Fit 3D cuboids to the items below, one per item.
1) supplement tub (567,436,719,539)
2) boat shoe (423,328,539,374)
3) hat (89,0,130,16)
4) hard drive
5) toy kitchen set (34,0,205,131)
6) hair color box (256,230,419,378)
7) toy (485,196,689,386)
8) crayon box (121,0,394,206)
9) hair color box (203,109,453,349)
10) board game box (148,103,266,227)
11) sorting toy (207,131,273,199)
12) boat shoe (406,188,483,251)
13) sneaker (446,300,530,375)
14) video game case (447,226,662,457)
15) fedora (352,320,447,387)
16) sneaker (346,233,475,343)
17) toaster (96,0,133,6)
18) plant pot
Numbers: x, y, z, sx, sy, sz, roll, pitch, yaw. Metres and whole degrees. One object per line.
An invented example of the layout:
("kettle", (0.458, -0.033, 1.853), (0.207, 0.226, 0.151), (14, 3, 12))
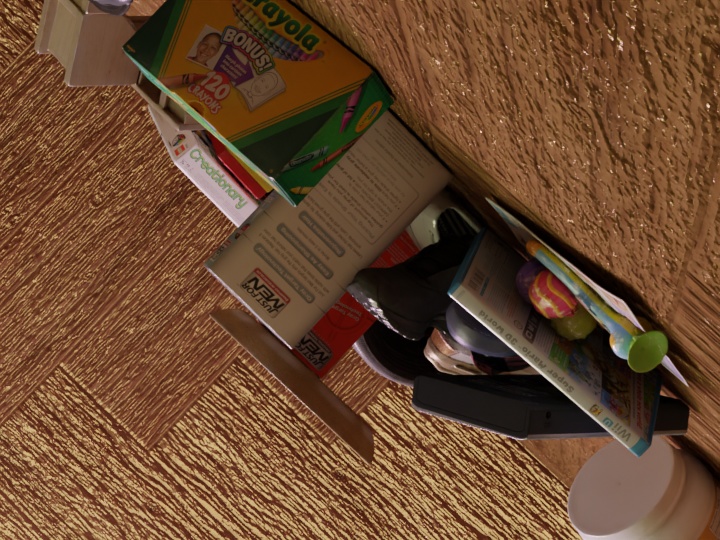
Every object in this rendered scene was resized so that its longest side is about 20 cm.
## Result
("supplement tub", (0.308, 0.265, 1.935), (0.200, 0.145, 0.145), (45, 176, -29))
("boat shoe", (0.138, 0.081, 1.930), (0.200, 0.068, 0.075), (25, -151, -43))
("hat", (-0.243, -0.320, 1.735), (0.201, 0.081, 0.201), (46, 168, 13))
("hard drive", (0.163, 0.114, 1.674), (0.200, 0.033, 0.139), (2, -174, -41))
("toy kitchen set", (-0.174, -0.251, 1.894), (0.199, 0.181, 0.163), (-5, -145, -37))
("hair color box", (0.000, 0.000, 1.827), (0.061, 0.200, 0.101), (43, 176, -17))
("toy", (0.165, 0.026, 1.551), (0.115, 0.047, 0.200), (47, 174, -38))
("crayon box", (-0.084, -0.158, 1.598), (0.200, 0.119, 0.058), (41, 175, 29))
("hair color box", (-0.028, -0.042, 1.663), (0.099, 0.200, 0.061), (44, 176, -10))
("board game box", (-0.142, -0.095, 2.107), (0.200, 0.035, 0.126), (46, -171, -37))
("sorting toy", (-0.091, -0.118, 2.118), (0.199, 0.070, 0.200), (47, -172, -31))
("boat shoe", (0.101, 0.005, 1.775), (0.200, 0.074, 0.067), (47, 177, -33))
("sneaker", (0.117, 0.060, 1.652), (0.070, 0.082, 0.200), (51, -156, 21))
("video game case", (0.161, 0.055, 1.603), (0.200, 0.018, 0.143), (40, -158, -3))
("fedora", (0.068, 0.024, 1.995), (0.090, 0.176, 0.200), (-87, -17, -50))
("sneaker", (0.061, 0.008, 1.662), (0.076, 0.091, 0.200), (39, -164, 27))
("toaster", (-0.190, -0.276, 1.475), (0.129, 0.114, 0.200), (47, 177, -15))
("plant pot", (-0.056, 0.099, 1.786), (0.200, 0.027, 0.200), (42, 175, 4))
